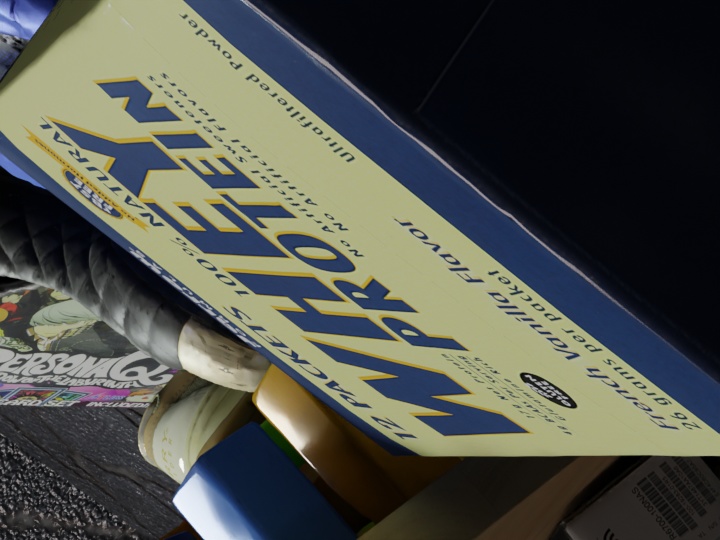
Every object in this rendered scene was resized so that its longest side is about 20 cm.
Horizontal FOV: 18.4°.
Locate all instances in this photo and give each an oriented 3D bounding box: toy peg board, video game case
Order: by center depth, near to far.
[{"bbox_3d":[-0.016,0.074,0.642,0.098,0.199,0.200,46,135,14],"label":"toy peg board"},{"bbox_3d":[-0.104,0.014,0.987,0.199,0.036,0.181,4,153,-37],"label":"video game case"}]

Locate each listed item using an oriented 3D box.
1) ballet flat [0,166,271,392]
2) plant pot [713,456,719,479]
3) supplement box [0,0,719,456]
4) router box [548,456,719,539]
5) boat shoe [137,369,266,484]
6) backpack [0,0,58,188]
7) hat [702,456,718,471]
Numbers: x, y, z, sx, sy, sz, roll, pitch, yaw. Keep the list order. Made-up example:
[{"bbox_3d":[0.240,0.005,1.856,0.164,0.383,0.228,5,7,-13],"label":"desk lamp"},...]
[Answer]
[{"bbox_3d":[-0.082,0.007,0.785,0.066,0.057,0.200,5,-167,-39],"label":"ballet flat"},{"bbox_3d":[0.221,0.109,0.720,0.198,0.201,0.200,30,167,39],"label":"plant pot"},{"bbox_3d":[0.043,-0.079,0.458,0.134,0.201,0.200,38,165,-12],"label":"supplement box"},{"bbox_3d":[0.129,0.159,0.676,0.200,0.051,0.149,51,164,15],"label":"router box"},{"bbox_3d":[0.001,0.002,0.809,0.063,0.201,0.073,22,158,48],"label":"boat shoe"},{"bbox_3d":[-0.057,-0.093,0.706,0.167,0.163,0.200,27,163,13],"label":"backpack"},{"bbox_3d":[0.144,0.063,0.860,0.080,0.202,0.201,-10,163,-4],"label":"hat"}]
